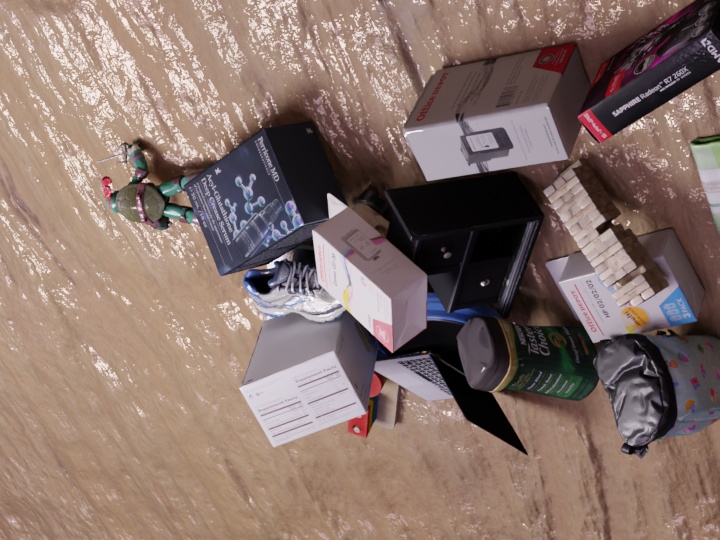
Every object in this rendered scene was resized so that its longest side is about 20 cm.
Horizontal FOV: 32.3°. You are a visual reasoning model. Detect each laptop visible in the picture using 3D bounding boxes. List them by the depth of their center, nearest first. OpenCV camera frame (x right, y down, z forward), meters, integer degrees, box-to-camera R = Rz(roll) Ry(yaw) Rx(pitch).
[{"bbox_3d":[0.129,0.208,1.891,0.199,0.117,0.187,-11,150,35],"label":"laptop"}]

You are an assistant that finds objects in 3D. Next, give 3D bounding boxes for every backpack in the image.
[{"bbox_3d":[0.428,0.160,1.692,0.126,0.199,0.168,-29,66,45],"label":"backpack"}]

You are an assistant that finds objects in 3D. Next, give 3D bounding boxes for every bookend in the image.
[{"bbox_3d":[0.122,-0.020,1.690,0.199,0.092,0.200,-9,137,-22],"label":"bookend"}]

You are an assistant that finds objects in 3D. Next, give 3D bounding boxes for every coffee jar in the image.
[{"bbox_3d":[0.236,0.124,1.762,0.199,0.105,0.086,7,137,-26],"label":"coffee jar"}]

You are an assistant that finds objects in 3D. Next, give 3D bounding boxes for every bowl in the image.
[{"bbox_3d":[0.116,0.096,1.849,0.199,0.040,0.201,5,152,3],"label":"bowl"}]

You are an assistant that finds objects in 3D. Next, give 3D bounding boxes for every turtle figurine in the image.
[{"bbox_3d":[-0.321,-0.113,1.924,0.198,0.101,0.151,3,129,18],"label":"turtle figurine"}]

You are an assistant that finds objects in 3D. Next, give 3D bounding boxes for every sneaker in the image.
[{"bbox_3d":[-0.091,0.025,1.804,0.199,0.078,0.085,-6,143,34],"label":"sneaker"}]

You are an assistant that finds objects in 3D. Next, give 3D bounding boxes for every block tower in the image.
[{"bbox_3d":[0.315,-0.046,1.610,0.054,0.058,0.201,-39,78,34],"label":"block tower"}]

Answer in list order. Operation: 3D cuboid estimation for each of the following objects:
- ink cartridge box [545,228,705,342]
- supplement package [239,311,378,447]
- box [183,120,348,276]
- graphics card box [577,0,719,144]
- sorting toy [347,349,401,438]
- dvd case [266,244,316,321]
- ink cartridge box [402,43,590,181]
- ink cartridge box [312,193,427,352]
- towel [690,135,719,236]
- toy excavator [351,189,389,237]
[{"bbox_3d":[0.353,0.028,1.702,0.199,0.068,0.115,-16,118,37],"label":"ink cartridge box"},{"bbox_3d":[-0.070,0.139,1.827,0.155,0.200,0.111,-22,112,16],"label":"supplement package"},{"bbox_3d":[-0.136,-0.102,1.786,0.199,0.107,0.149,-29,81,40],"label":"box"},{"bbox_3d":[0.350,-0.240,1.435,0.051,0.126,0.200,46,134,-14],"label":"graphics card box"},{"bbox_3d":[-0.037,0.176,2.035,0.199,0.070,0.200,17,133,14],"label":"sorting toy"},{"bbox_3d":[-0.078,0.059,1.936,0.145,0.022,0.202,9,111,16],"label":"dvd case"},{"bbox_3d":[0.172,-0.197,1.551,0.199,0.146,0.084,-7,127,32],"label":"ink cartridge box"},{"bbox_3d":[0.000,0.000,1.654,0.200,0.067,0.117,42,153,31],"label":"ink cartridge box"},{"bbox_3d":[0.508,-0.086,1.551,0.148,0.031,0.201,-9,122,33],"label":"towel"},{"bbox_3d":[0.022,0.000,1.852,0.194,0.100,0.200,37,149,-7],"label":"toy excavator"}]
